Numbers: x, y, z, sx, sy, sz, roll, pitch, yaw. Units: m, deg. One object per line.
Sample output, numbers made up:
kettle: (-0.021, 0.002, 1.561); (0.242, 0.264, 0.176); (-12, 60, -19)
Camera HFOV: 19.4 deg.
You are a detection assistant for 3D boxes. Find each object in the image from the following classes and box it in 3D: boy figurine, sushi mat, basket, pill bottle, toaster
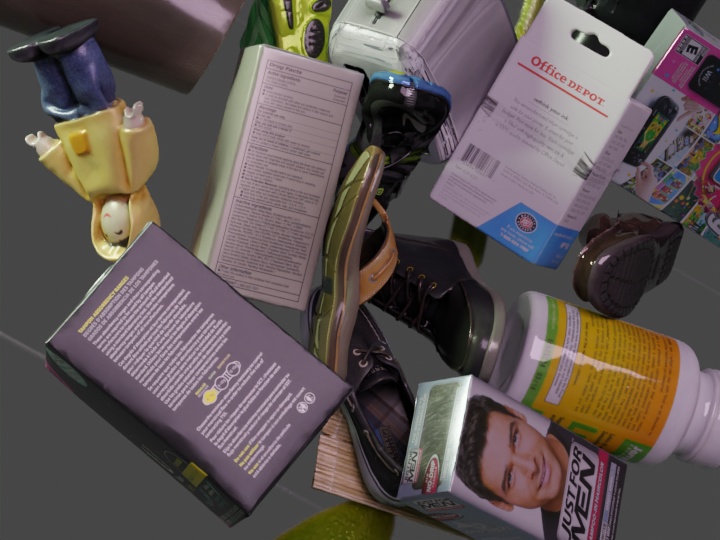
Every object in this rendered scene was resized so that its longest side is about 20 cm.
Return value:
boy figurine: (-0.217, -0.099, 1.699); (0.064, 0.124, 0.200); (-41, 119, -51)
sushi mat: (0.059, 0.165, 1.737); (0.200, 0.012, 0.096); (20, 66, -10)
basket: (-0.203, -0.241, 1.742); (0.200, 0.136, 0.180); (30, 82, -10)
pill bottle: (0.213, 0.098, 1.756); (0.200, 0.111, 0.111); (19, 66, -10)
toaster: (0.056, -0.182, 1.788); (0.114, 0.200, 0.129); (22, 64, 33)

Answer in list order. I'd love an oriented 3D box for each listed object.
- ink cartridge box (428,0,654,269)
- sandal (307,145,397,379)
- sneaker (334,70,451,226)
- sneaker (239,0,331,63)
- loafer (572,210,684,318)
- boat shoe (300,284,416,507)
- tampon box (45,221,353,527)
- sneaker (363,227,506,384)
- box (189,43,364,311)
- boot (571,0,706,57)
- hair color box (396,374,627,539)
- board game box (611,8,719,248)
ink cartridge box: (0.161, -0.115, 1.769); (0.116, 0.067, 0.200); (35, 99, 23)
sandal: (0.000, 0.000, 1.670); (0.054, 0.080, 0.200); (7, 97, -13)
sneaker: (0.022, -0.095, 1.716); (0.071, 0.200, 0.083); (18, 59, -7)
sneaker: (-0.063, -0.171, 1.791); (0.074, 0.084, 0.200); (9, 87, -17)
loafer: (0.213, -0.009, 1.785); (0.071, 0.200, 0.073); (21, 104, 20)
boat shoe: (0.011, 0.093, 1.710); (0.069, 0.057, 0.200); (-13, 68, -27)
tampon box: (-0.129, 0.083, 1.622); (0.200, 0.150, 0.126); (40, 77, 1)
sneaker: (0.047, 0.028, 1.704); (0.106, 0.200, 0.075); (12, 110, -17)
box: (-0.071, -0.075, 1.708); (0.095, 0.078, 0.200); (16, 89, -17)
boot: (0.275, -0.208, 1.861); (0.198, 0.162, 0.073); (23, 22, -5)
hair color box: (0.124, 0.168, 1.684); (0.200, 0.061, 0.099); (30, 61, -37)
board game box: (0.312, -0.109, 1.830); (0.200, 0.064, 0.148); (30, 104, -17)
